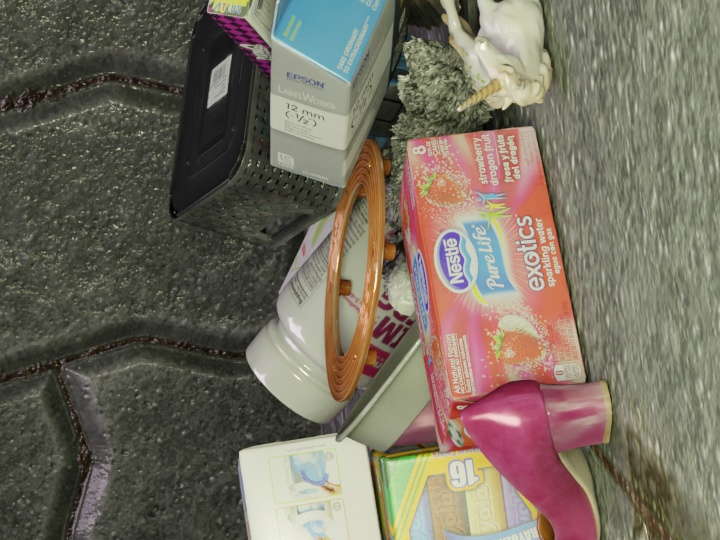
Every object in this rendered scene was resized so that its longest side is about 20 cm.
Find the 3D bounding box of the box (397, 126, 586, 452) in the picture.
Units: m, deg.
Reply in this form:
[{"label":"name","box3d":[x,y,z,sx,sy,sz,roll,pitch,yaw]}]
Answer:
[{"label":"box","box3d":[0.087,0.013,1.488,0.100,0.095,0.201,97,166,-64]}]

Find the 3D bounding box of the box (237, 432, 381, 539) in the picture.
[{"label":"box","box3d":[-0.034,0.238,1.708,0.113,0.101,0.201,107,154,-78]}]

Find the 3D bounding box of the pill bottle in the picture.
[{"label":"pill bottle","box3d":[0.003,0.023,1.777,0.200,0.113,0.113,-49,22,15]}]

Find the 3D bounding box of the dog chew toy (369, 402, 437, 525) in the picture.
[{"label":"dog chew toy","box3d":[0.059,0.141,1.813,0.125,0.124,0.201,94,171,-62]}]

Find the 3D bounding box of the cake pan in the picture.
[{"label":"cake pan","box3d":[0.054,0.058,1.633,0.201,0.037,0.200,-53,0,0]}]

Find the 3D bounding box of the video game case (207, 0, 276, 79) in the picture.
[{"label":"video game case","box3d":[-0.054,-0.244,1.575,0.200,0.036,0.182,38,-117,-76]}]

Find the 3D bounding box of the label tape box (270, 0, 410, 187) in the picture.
[{"label":"label tape box","box3d":[-0.011,-0.175,1.548,0.200,0.066,0.144,98,-167,-60]}]

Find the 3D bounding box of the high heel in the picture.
[{"label":"high heel","box3d":[0.109,0.143,1.413,0.200,0.096,0.068,91,170,-54]}]

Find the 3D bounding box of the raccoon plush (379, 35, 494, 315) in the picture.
[{"label":"raccoon plush","box3d":[0.064,-0.079,1.607,0.200,0.096,0.134,-95,8,-47]}]

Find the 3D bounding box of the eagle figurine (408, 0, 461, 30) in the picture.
[{"label":"eagle figurine","box3d":[0.009,-0.309,1.799,0.151,0.151,0.201,119,154,-45]}]

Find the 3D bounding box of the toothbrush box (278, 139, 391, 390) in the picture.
[{"label":"toothbrush box","box3d":[0.010,-0.017,1.905,0.146,0.086,0.200,-106,38,-61]}]

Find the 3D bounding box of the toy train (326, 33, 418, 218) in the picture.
[{"label":"toy train","box3d":[-0.017,-0.133,1.829,0.200,0.086,0.114,-59,33,32]}]

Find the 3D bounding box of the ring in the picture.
[{"label":"ring","box3d":[0.000,0.000,1.631,0.200,0.019,0.201,-174,90,-79]}]

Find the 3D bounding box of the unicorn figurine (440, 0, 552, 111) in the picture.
[{"label":"unicorn figurine","box3d":[0.092,-0.160,1.442,0.200,0.074,0.138,42,-150,-77]}]

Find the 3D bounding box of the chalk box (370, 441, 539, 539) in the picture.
[{"label":"chalk box","box3d":[0.082,0.232,1.664,0.124,0.123,0.201,149,115,-85]}]

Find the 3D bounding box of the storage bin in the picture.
[{"label":"storage bin","box3d":[-0.077,-0.134,1.738,0.135,0.093,0.201,-30,50,54]}]
